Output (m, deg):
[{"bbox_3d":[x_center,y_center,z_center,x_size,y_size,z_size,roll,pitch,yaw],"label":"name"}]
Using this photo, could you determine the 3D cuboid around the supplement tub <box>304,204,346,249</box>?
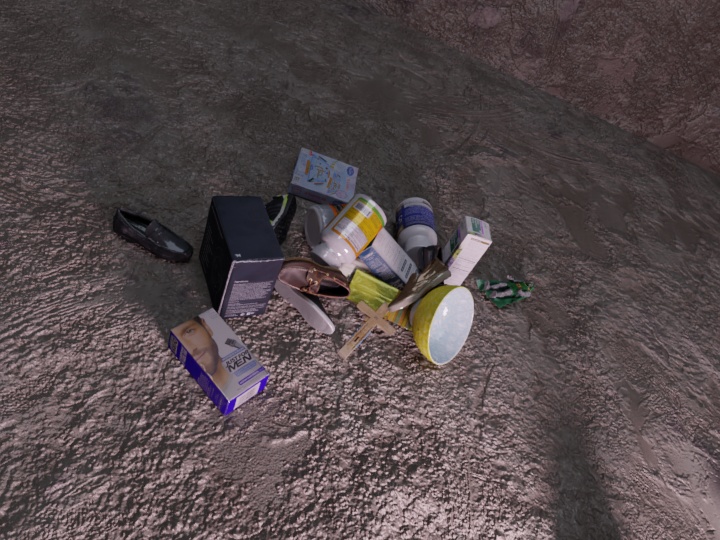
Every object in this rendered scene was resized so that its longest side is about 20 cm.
[{"bbox_3d":[-0.046,-0.122,1.479,0.197,0.123,0.123,-5,51,-30],"label":"supplement tub"}]

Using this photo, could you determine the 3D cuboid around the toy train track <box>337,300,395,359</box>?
[{"bbox_3d":[0.010,0.150,1.315,0.114,0.033,0.200,40,52,9],"label":"toy train track"}]

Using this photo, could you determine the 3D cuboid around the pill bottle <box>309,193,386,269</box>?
[{"bbox_3d":[-0.034,-0.089,1.354,0.111,0.111,0.200,38,73,12],"label":"pill bottle"}]

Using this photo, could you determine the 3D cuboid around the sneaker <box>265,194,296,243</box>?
[{"bbox_3d":[-0.237,-0.139,1.457,0.081,0.072,0.201,5,41,12],"label":"sneaker"}]

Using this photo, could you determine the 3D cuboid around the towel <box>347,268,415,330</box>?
[{"bbox_3d":[0.061,0.077,1.386,0.198,0.018,0.087,27,74,-4],"label":"towel"}]

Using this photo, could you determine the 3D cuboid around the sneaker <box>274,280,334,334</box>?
[{"bbox_3d":[-0.113,0.065,1.302,0.200,0.071,0.099,41,49,20],"label":"sneaker"}]

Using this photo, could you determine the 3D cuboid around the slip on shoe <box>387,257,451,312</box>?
[{"bbox_3d":[0.143,0.037,1.360,0.199,0.076,0.061,-32,88,-16],"label":"slip on shoe"}]

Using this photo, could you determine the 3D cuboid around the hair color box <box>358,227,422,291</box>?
[{"bbox_3d":[0.087,-0.011,1.430,0.200,0.060,0.100,47,40,-16],"label":"hair color box"}]

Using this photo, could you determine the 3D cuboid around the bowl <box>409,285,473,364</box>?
[{"bbox_3d":[0.189,0.123,1.342,0.107,0.203,0.199,21,32,40],"label":"bowl"}]

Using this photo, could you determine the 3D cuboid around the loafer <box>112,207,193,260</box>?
[{"bbox_3d":[-0.489,-0.085,1.257,0.198,0.071,0.068,25,43,-3],"label":"loafer"}]

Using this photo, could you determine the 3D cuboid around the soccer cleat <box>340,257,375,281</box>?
[{"bbox_3d":[0.000,0.000,1.429,0.199,0.070,0.078,-23,65,-43],"label":"soccer cleat"}]

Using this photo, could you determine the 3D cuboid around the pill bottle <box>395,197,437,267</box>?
[{"bbox_3d":[0.165,-0.109,1.576,0.118,0.120,0.202,14,44,-14],"label":"pill bottle"}]

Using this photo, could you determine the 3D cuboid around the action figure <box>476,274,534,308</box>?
[{"bbox_3d":[0.459,0.056,1.619,0.198,0.055,0.119,-3,48,-35],"label":"action figure"}]

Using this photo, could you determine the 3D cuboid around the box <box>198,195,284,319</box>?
[{"bbox_3d":[-0.278,-0.031,1.219,0.122,0.198,0.202,-5,52,-30],"label":"box"}]

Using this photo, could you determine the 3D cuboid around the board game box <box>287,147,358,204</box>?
[{"bbox_3d":[-0.112,-0.284,1.660,0.197,0.041,0.202,19,43,-9],"label":"board game box"}]

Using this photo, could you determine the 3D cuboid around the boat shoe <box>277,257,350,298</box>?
[{"bbox_3d":[-0.107,0.021,1.243,0.198,0.071,0.071,10,36,-35],"label":"boat shoe"}]

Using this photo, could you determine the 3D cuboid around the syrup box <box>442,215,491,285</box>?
[{"bbox_3d":[0.290,-0.051,1.523,0.080,0.201,0.079,15,44,-12],"label":"syrup box"}]

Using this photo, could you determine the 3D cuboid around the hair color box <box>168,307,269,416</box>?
[{"bbox_3d":[-0.295,0.185,1.103,0.200,0.065,0.109,43,45,18],"label":"hair color box"}]

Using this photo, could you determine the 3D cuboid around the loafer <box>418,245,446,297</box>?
[{"bbox_3d":[0.204,0.030,1.440,0.072,0.062,0.203,3,75,-60],"label":"loafer"}]
